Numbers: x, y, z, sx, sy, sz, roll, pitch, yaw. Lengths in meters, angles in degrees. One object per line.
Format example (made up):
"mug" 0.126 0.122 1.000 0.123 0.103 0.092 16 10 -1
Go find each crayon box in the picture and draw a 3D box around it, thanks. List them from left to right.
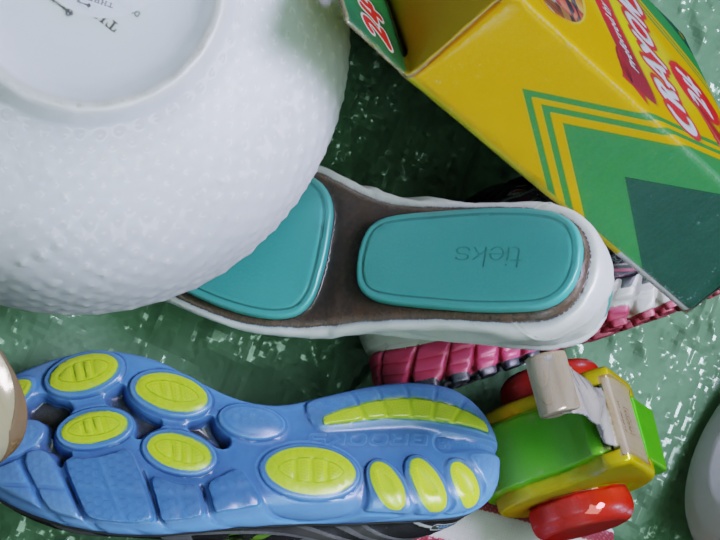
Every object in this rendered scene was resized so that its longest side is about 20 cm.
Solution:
"crayon box" 0.063 -0.085 0.870 0.051 0.127 0.200 -38 130 20

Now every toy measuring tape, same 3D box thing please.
"toy measuring tape" 0.069 0.065 0.921 0.200 0.073 0.074 32 75 -70

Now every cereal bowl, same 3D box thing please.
"cereal bowl" -0.097 -0.089 0.821 0.198 0.083 0.202 2 80 -10

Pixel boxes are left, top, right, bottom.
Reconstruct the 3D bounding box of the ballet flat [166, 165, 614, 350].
"ballet flat" 0.000 0.000 0.883 0.069 0.199 0.070 8 90 -66

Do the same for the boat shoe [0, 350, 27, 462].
"boat shoe" -0.193 -0.006 0.788 0.200 0.071 0.064 49 49 4

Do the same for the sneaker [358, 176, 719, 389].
"sneaker" 0.088 -0.009 0.961 0.199 0.081 0.075 -16 85 -28

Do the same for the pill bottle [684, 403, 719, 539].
"pill bottle" 0.241 0.122 1.030 0.200 0.111 0.111 36 78 -24

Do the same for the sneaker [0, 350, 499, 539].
"sneaker" -0.049 0.078 0.898 0.198 0.083 0.071 4 60 -14

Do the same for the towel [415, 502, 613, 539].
"towel" 0.020 0.186 0.973 0.143 0.023 0.202 17 84 -25
